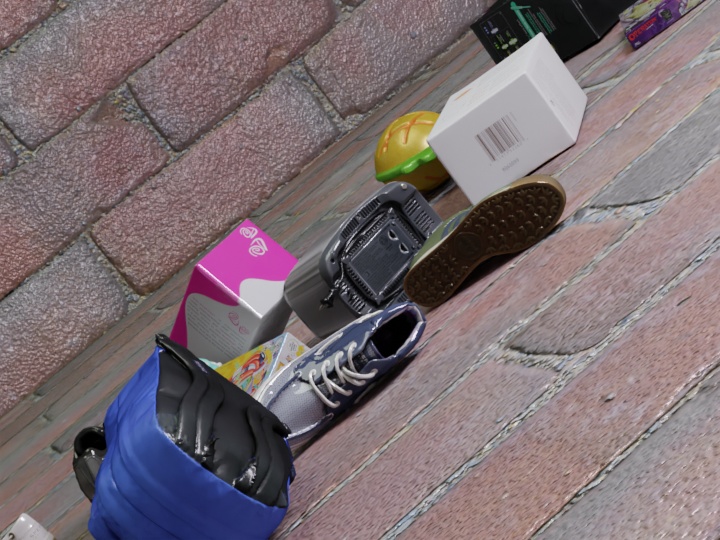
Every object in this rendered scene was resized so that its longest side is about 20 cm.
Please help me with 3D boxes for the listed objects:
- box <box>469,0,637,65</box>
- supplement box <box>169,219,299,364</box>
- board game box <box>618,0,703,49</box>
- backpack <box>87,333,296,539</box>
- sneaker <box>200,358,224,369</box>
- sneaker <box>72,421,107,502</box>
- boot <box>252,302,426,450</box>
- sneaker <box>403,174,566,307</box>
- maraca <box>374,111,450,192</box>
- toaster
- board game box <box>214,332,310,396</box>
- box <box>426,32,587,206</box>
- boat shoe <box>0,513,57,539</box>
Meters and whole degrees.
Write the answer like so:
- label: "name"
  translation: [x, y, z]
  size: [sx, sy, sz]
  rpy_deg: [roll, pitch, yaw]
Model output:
- label: "box"
  translation: [0.294, -0.393, 2.699]
  size: [0.199, 0.125, 0.148]
  rpy_deg: [-28, 12, 49]
- label: "supplement box"
  translation: [-0.147, 0.053, 2.070]
  size: [0.103, 0.101, 0.201]
  rpy_deg: [-44, -11, -36]
- label: "board game box"
  translation: [0.409, -0.359, 2.414]
  size: [0.119, 0.032, 0.200]
  rpy_deg: [-31, 10, 13]
- label: "backpack"
  translation: [-0.144, 0.183, 1.500]
  size: [0.169, 0.162, 0.200]
  rpy_deg: [-57, 15, 10]
- label: "sneaker"
  translation: [-0.156, 0.128, 1.991]
  size: [0.199, 0.089, 0.075]
  rpy_deg: [-30, 10, 37]
- label: "sneaker"
  translation: [-0.278, 0.208, 2.039]
  size: [0.071, 0.098, 0.201]
  rpy_deg: [-36, 8, 18]
- label: "boot"
  translation: [-0.025, 0.098, 1.689]
  size: [0.200, 0.073, 0.090]
  rpy_deg: [-43, 5, -31]
- label: "sneaker"
  translation: [0.128, -0.046, 1.823]
  size: [0.200, 0.067, 0.090]
  rpy_deg: [-37, 14, 25]
- label: "maraca"
  translation: [0.085, -0.162, 2.427]
  size: [0.137, 0.107, 0.200]
  rpy_deg: [-37, 10, -10]
- label: "toaster"
  translation: [0.000, 0.000, 1.964]
  size: [0.200, 0.114, 0.129]
  rpy_deg: [-48, 10, -31]
- label: "board game box"
  translation: [-0.142, 0.154, 1.859]
  size: [0.199, 0.034, 0.135]
  rpy_deg: [-28, 32, 46]
- label: "box"
  translation: [0.183, -0.186, 2.174]
  size: [0.152, 0.107, 0.200]
  rpy_deg: [-34, 10, 22]
- label: "boat shoe"
  translation: [-0.445, 0.347, 2.078]
  size: [0.199, 0.070, 0.071]
  rpy_deg: [-36, 11, 15]
